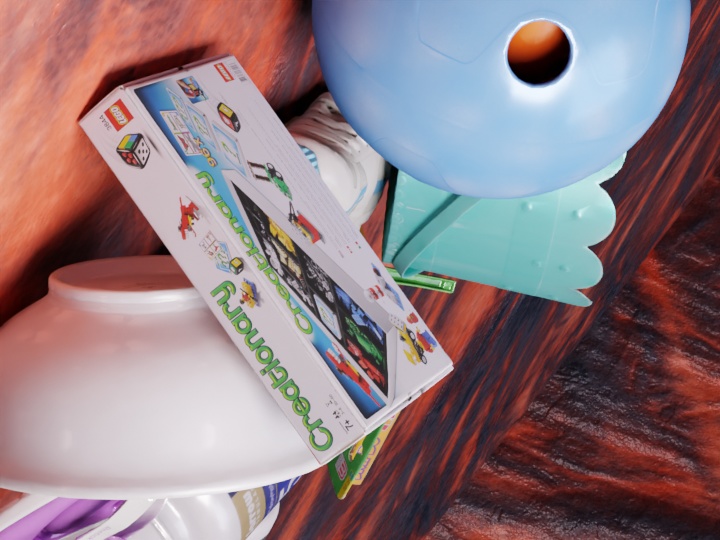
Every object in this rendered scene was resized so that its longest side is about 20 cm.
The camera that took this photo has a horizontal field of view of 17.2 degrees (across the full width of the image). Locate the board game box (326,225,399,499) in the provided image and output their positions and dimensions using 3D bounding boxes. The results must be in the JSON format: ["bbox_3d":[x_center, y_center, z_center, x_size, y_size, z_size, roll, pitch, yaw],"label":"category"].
[{"bbox_3d":[-0.011,0.049,1.590,0.200,0.030,0.096,-103,-151,-43],"label":"board game box"}]

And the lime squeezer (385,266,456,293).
[{"bbox_3d":[0.000,0.000,1.515,0.200,0.070,0.038,-2,92,-71],"label":"lime squeezer"}]

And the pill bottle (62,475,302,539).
[{"bbox_3d":[-0.105,0.117,1.489,0.200,0.120,0.120,-47,167,-34],"label":"pill bottle"}]

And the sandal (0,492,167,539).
[{"bbox_3d":[-0.125,0.130,1.341,0.202,0.050,0.082,-23,159,-8],"label":"sandal"}]

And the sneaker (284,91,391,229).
[{"bbox_3d":[-0.025,-0.067,1.423,0.081,0.076,0.200,-64,174,-1],"label":"sneaker"}]

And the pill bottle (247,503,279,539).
[{"bbox_3d":[-0.143,0.209,1.627,0.200,0.111,0.111,-61,167,29],"label":"pill bottle"}]

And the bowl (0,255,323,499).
[{"bbox_3d":[-0.107,0.045,1.193,0.201,0.201,0.091,-28,119,-66],"label":"bowl"}]

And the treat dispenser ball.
[{"bbox_3d":[0.074,-0.138,1.265,0.201,0.201,0.201,-52,169,-14],"label":"treat dispenser ball"}]

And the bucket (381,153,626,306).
[{"bbox_3d":[0.090,-0.081,1.498,0.207,0.134,0.208,-173,-90,-89],"label":"bucket"}]

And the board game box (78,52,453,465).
[{"bbox_3d":[-0.042,-0.011,1.167,0.035,0.200,0.126,-37,177,25],"label":"board game box"}]
